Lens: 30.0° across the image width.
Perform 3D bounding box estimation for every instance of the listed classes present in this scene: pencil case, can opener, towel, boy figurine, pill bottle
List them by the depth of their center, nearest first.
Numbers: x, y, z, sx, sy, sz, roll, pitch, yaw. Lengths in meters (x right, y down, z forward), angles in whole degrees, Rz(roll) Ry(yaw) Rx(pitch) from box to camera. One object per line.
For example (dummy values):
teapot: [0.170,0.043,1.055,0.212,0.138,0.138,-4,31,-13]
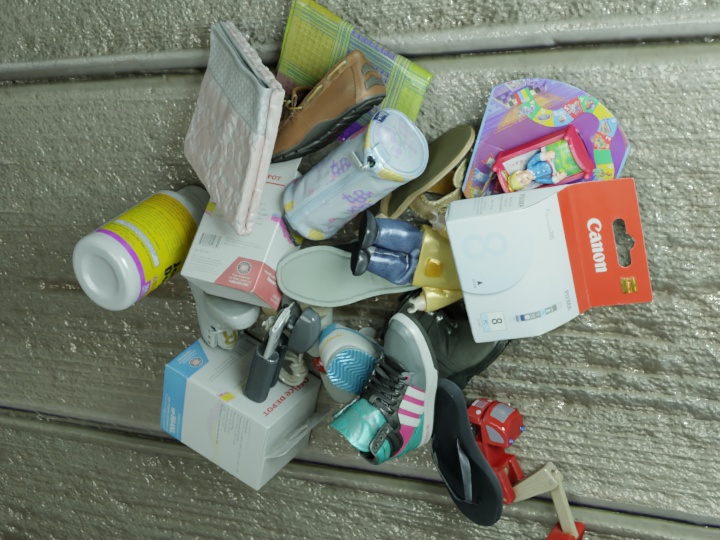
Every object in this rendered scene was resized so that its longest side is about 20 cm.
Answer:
boy figurine: [0.088,-0.004,1.510,0.198,0.065,0.125,15,111,-10]
pencil case: [-0.008,-0.105,1.537,0.083,0.091,0.200,45,141,-11]
towel: [-0.016,-0.218,1.551,0.199,0.023,0.145,33,131,17]
towel: [-0.154,-0.171,1.592,0.200,0.032,0.193,54,136,48]
can opener: [-0.103,0.107,1.681,0.066,0.053,0.201,33,145,4]
pill bottle: [-0.268,-0.037,1.730,0.103,0.200,0.105,19,127,27]

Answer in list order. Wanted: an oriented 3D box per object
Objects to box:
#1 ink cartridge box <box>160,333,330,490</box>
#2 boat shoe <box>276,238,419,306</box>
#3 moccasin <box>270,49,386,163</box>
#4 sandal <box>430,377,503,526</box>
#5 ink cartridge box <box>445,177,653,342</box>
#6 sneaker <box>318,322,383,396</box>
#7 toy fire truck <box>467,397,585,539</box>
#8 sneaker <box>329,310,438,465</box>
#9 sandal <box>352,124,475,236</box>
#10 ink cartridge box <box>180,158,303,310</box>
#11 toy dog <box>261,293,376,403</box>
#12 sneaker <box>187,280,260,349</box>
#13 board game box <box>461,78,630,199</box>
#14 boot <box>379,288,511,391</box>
ink cartridge box: [-0.154,0.189,1.827,0.199,0.128,0.126,30,131,21]
boat shoe: [0.000,0.000,1.599,0.198,0.060,0.077,0,100,15]
moccasin: [-0.057,-0.184,1.539,0.201,0.073,0.078,-34,80,48]
sandal: [0.113,0.227,1.631,0.076,0.043,0.202,-8,112,42]
ink cartridge box: [0.202,-0.008,1.429,0.198,0.047,0.161,-7,122,16]
sneaker: [0.028,0.132,1.666,0.076,0.081,0.200,-43,125,10]
toy fire truck: [0.200,0.260,1.651,0.140,0.049,0.202,11,121,32]
sneaker: [0.021,0.150,1.563,0.083,0.120,0.202,34,140,39]
sandal: [0.081,-0.086,1.533,0.069,0.078,0.211,35,133,-20]
ink cartridge box: [-0.127,-0.065,1.653,0.115,0.202,0.067,12,165,31]
toy dog: [-0.047,0.066,1.717,0.131,0.097,0.201,19,141,24]
sneaker: [-0.170,0.058,1.770,0.200,0.073,0.117,42,149,58]
board game box: [0.190,-0.102,1.423,0.157,0.039,0.201,22,129,9]
boot: [0.104,0.064,1.588,0.130,0.068,0.200,42,136,1]
